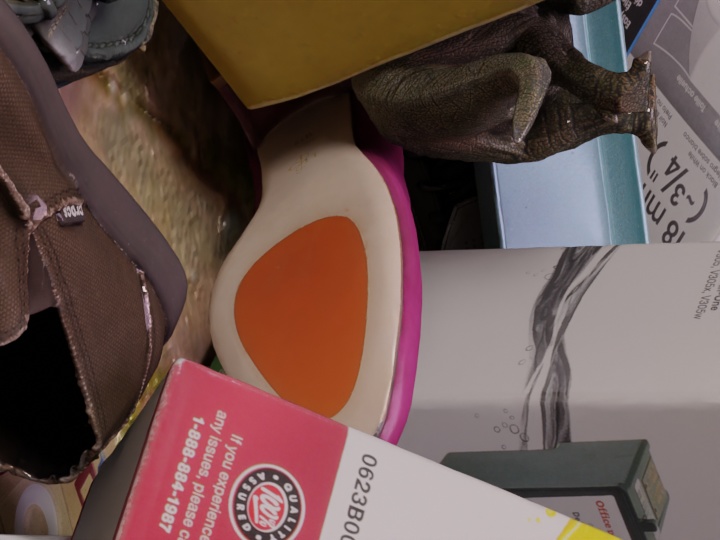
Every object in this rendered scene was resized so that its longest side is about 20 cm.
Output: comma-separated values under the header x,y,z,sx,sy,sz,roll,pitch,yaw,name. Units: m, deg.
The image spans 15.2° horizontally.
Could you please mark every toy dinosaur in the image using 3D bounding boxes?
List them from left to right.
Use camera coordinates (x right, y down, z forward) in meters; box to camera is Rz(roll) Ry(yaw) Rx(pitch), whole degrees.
x,y,z,sx,sy,sz,roll,pitch,yaw,name
0.038,-0.061,0.814,0.200,0.102,0.077,-79,165,-58,toy dinosaur

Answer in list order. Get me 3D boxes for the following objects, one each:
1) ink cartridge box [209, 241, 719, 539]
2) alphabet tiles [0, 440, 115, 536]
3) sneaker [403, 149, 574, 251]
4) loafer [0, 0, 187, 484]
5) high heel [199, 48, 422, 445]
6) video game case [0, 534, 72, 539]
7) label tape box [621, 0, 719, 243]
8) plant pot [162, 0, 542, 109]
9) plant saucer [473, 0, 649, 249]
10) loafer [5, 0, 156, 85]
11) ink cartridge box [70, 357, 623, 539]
x,y,z,sx,sy,sz,roll,pitch,yaw,name
0.067,0.072,0.859,0.084,0.200,0.146,-61,141,-49,ink cartridge box
-0.105,0.070,0.707,0.166,0.006,0.200,-51,133,-57,alphabet tiles
0.039,-0.026,0.942,0.091,0.066,0.200,-117,-174,-53,sneaker
-0.100,-0.011,0.626,0.200,0.073,0.071,47,40,-49,loafer
0.000,0.000,0.820,0.096,0.067,0.200,49,23,-43,high heel
-0.068,0.146,0.754,0.200,0.018,0.143,15,74,-66,video game case
0.112,-0.023,1.015,0.063,0.200,0.144,13,28,-31,label tape box
-0.002,-0.201,0.751,0.200,0.195,0.194,43,45,-33,plant pot
0.060,-0.077,0.915,0.070,0.019,0.200,-5,88,-39,plant saucer
-0.093,-0.091,0.660,0.200,0.063,0.072,30,61,-63,loafer
0.015,0.131,0.668,0.083,0.200,0.145,128,-19,-55,ink cartridge box
